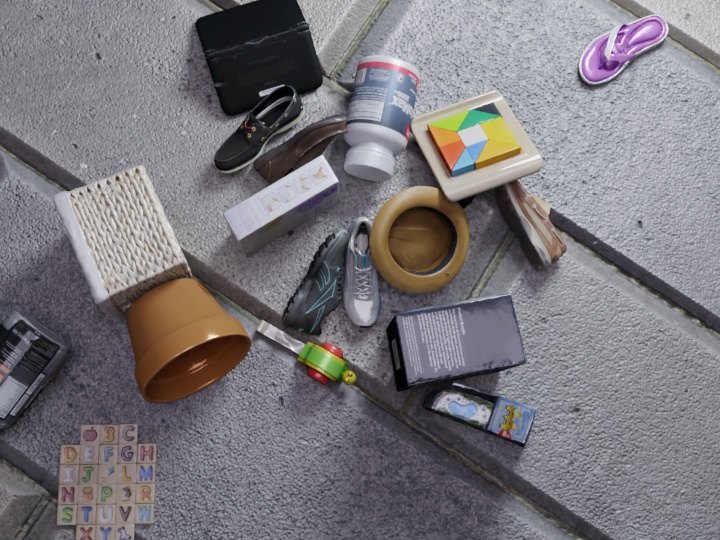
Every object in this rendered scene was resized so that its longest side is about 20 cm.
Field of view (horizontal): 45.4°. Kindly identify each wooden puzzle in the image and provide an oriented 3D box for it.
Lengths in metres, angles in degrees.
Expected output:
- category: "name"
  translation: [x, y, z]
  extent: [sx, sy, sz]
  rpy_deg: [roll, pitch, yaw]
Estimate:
- category: "wooden puzzle"
  translation: [0.203, -0.230, 1.531]
  extent: [0.183, 0.037, 0.201]
  rpy_deg: [-19, 55, -4]

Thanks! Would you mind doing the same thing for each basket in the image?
- category: "basket"
  translation: [-0.396, -0.045, 1.459]
  extent: [0.159, 0.198, 0.202]
  rpy_deg: [-25, 81, -11]

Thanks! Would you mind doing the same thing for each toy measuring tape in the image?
- category: "toy measuring tape"
  translation: [-0.094, 0.142, 1.503]
  extent: [0.199, 0.074, 0.074]
  rpy_deg: [31, 80, 2]

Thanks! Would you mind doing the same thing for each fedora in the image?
- category: "fedora"
  translation: [0.096, -0.057, 1.524]
  extent: [0.198, 0.082, 0.203]
  rpy_deg: [-5, 101, -24]

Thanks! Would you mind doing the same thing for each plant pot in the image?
- category: "plant pot"
  translation: [-0.302, 0.108, 1.444]
  extent: [0.199, 0.200, 0.141]
  rpy_deg: [-30, 71, -7]

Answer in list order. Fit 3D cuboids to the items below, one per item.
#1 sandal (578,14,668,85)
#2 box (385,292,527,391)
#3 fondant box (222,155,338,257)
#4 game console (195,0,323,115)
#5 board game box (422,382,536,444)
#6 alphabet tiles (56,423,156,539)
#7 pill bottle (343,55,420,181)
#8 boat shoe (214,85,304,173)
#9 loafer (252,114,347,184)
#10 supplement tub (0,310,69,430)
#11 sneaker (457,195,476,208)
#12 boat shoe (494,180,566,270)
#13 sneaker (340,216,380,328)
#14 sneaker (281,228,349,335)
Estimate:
- category: "sandal"
  translation: [0.499, -0.431, 1.637]
  extent: [0.202, 0.050, 0.083]
  rpy_deg: [-35, 84, -7]
- category: "box"
  translation: [0.154, 0.124, 1.453]
  extent: [0.196, 0.200, 0.125]
  rpy_deg: [-9, 80, -5]
- category: "fondant box"
  translation: [-0.136, -0.109, 1.505]
  extent: [0.199, 0.144, 0.059]
  rpy_deg: [-33, 83, -7]
- category: "game console"
  translation: [-0.190, -0.409, 1.618]
  extent: [0.198, 0.117, 0.178]
  rpy_deg: [-18, 112, -5]
- category: "board game box"
  translation: [0.213, 0.237, 1.436]
  extent: [0.198, 0.200, 0.062]
  rpy_deg: [21, 81, 1]
- category: "alphabet tiles"
  translation: [-0.436, 0.367, 1.481]
  extent: [0.164, 0.006, 0.203]
  rpy_deg: [0, 80, -2]
- category: "pill bottle"
  translation: [0.033, -0.271, 1.553]
  extent: [0.118, 0.120, 0.203]
  rpy_deg: [12, 81, -1]
- category: "boat shoe"
  translation: [-0.190, -0.258, 1.561]
  extent: [0.201, 0.063, 0.074]
  rpy_deg: [-41, 60, -9]
- category: "loafer"
  translation: [-0.098, -0.212, 1.543]
  extent: [0.199, 0.073, 0.071]
  rpy_deg: [-27, 97, 26]
- category: "supplement tub"
  translation: [-0.596, 0.179, 1.447]
  extent: [0.122, 0.123, 0.201]
  rpy_deg: [36, 81, 4]
- category: "sneaker"
  translation: [0.195, -0.191, 1.580]
  extent: [0.090, 0.076, 0.201]
  rpy_deg: [34, 73, 12]
- category: "boat shoe"
  translation: [0.308, -0.102, 1.566]
  extent: [0.071, 0.076, 0.202]
  rpy_deg: [-28, 92, -11]
- category: "sneaker"
  translation: [0.000, 0.000, 1.524]
  extent: [0.074, 0.087, 0.203]
  rpy_deg: [-3, 82, -5]
- category: "sneaker"
  translation: [-0.064, 0.022, 1.522]
  extent: [0.079, 0.075, 0.201]
  rpy_deg: [28, 99, -9]
